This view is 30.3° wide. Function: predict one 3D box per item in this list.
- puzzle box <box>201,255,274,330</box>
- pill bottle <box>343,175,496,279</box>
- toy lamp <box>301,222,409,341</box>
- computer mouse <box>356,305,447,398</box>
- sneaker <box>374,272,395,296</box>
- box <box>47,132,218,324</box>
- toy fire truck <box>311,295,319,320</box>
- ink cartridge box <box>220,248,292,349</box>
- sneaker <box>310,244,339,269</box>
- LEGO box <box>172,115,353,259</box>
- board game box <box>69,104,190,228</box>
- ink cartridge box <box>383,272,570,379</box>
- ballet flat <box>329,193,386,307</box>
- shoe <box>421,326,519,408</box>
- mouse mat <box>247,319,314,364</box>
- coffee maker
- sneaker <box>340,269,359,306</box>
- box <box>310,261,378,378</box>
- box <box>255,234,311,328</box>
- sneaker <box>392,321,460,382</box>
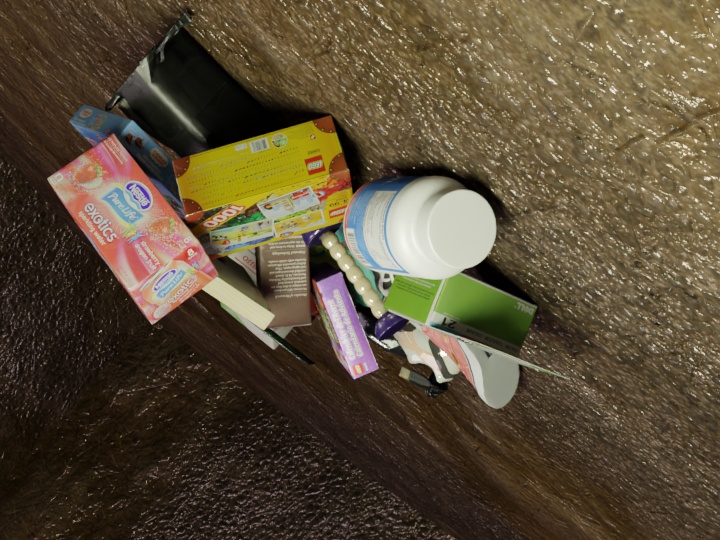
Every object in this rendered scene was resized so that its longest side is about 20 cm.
[{"bbox_3d":[-0.189,0.001,1.730,0.133,0.025,0.200,35,-175,-23],"label":"puzzle box"},{"bbox_3d":[0.067,-0.048,1.459,0.112,0.112,0.200,45,166,-20],"label":"pill bottle"},{"bbox_3d":[-0.015,-0.005,1.679,0.201,0.058,0.058,54,170,15],"label":"toy lamp"},{"bbox_3d":[0.048,0.115,1.965,0.199,0.046,0.141,36,-153,-15],"label":"computer mouse"},{"bbox_3d":[0.068,0.003,1.693,0.088,0.074,0.200,36,166,21],"label":"sneaker"},{"bbox_3d":[-0.270,-0.051,1.584,0.200,0.102,0.095,50,169,27],"label":"box"},{"bbox_3d":[-0.108,-0.030,2.033,0.176,0.129,0.200,38,176,12],"label":"toy fire truck"},{"bbox_3d":[-0.156,0.033,2.002,0.117,0.067,0.200,38,163,12],"label":"ink cartridge box"},{"bbox_3d":[-0.105,-0.055,1.899,0.104,0.076,0.200,-20,132,22],"label":"sneaker"},{"bbox_3d":[-0.113,-0.096,1.604,0.149,0.198,0.078,80,173,-69],"label":"LEGO box"},{"bbox_3d":[-0.274,-0.128,1.733,0.151,0.037,0.200,22,160,52],"label":"board game box"},{"bbox_3d":[0.145,0.053,1.543,0.147,0.076,0.200,23,177,-33],"label":"ink cartridge box"},{"bbox_3d":[-0.015,-0.047,1.761,0.068,0.067,0.201,-12,113,18],"label":"ballet flat"},{"bbox_3d":[0.148,0.102,1.811,0.091,0.071,0.201,30,157,43],"label":"shoe"},{"bbox_3d":[-0.131,0.082,1.867,0.161,0.008,0.200,38,178,3],"label":"mouse mat"},{"bbox_3d":[-0.203,-0.195,1.688,0.200,0.135,0.192,42,166,-10],"label":"coffee maker"},{"bbox_3d":[0.000,0.000,1.838,0.200,0.091,0.066,43,165,-10],"label":"sneaker"},{"bbox_3d":[-0.029,0.064,1.813,0.200,0.039,0.138,-152,40,-82],"label":"box"},{"bbox_3d":[-0.106,-0.034,1.784,0.100,0.074,0.202,-112,22,-69],"label":"box"},{"bbox_3d":[0.070,0.088,1.909,0.199,0.080,0.073,35,-161,30],"label":"sneaker"}]
